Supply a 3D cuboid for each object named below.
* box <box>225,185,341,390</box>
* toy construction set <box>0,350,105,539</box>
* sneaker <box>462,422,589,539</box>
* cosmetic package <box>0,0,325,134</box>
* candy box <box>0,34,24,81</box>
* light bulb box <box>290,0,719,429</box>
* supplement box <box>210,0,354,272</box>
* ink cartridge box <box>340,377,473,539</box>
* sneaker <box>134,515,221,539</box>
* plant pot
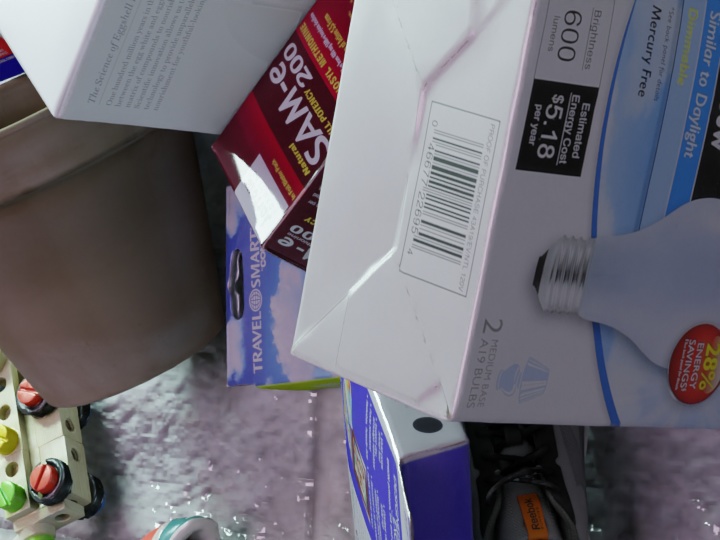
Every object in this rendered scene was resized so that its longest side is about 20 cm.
[{"bbox_3d":[0.000,0.000,1.428,0.200,0.047,0.123,-10,78,53],"label":"box"},{"bbox_3d":[-0.228,0.129,1.691,0.131,0.092,0.201,-27,72,23],"label":"toy construction set"},{"bbox_3d":[0.079,0.094,1.270,0.079,0.074,0.201,71,-171,-81],"label":"sneaker"},{"bbox_3d":[-0.066,-0.184,1.406,0.123,0.199,0.200,53,127,42],"label":"cosmetic package"},{"bbox_3d":[-0.195,-0.225,1.614,0.169,0.077,0.201,-15,51,44],"label":"candy box"},{"bbox_3d":[0.096,-0.038,1.173,0.125,0.199,0.199,22,105,51],"label":"light bulb box"},{"bbox_3d":[0.013,-0.103,1.356,0.200,0.061,0.109,-53,34,17],"label":"supplement box"},{"bbox_3d":[0.029,0.141,1.270,0.200,0.043,0.199,-108,11,-59],"label":"ink cartridge box"},{"bbox_3d":[-0.095,0.236,1.517,0.093,0.070,0.201,-42,52,51],"label":"sneaker"},{"bbox_3d":[-0.166,-0.023,1.542,0.200,0.200,0.174,-4,115,53],"label":"plant pot"}]
